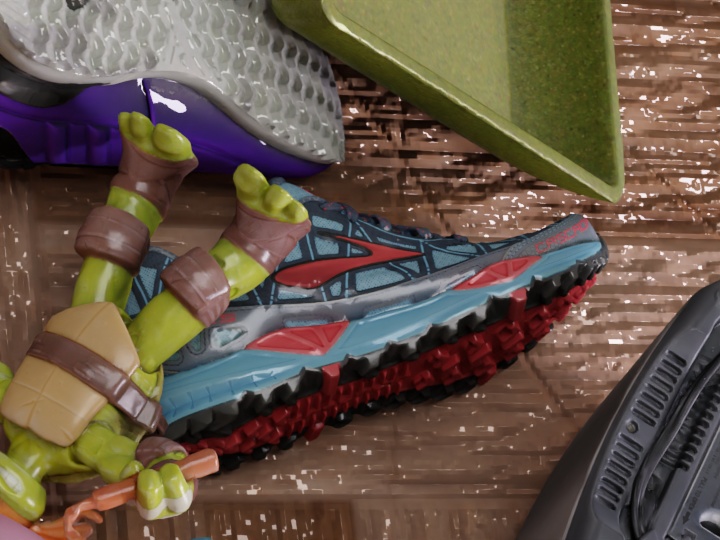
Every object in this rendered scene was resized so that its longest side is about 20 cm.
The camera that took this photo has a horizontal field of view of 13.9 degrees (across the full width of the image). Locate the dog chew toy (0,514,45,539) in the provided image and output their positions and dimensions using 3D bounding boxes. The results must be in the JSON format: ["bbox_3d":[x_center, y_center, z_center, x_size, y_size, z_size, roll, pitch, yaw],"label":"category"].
[{"bbox_3d":[-0.158,0.172,0.933,0.124,0.125,0.200,33,67,-3],"label":"dog chew toy"}]

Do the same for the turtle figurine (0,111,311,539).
[{"bbox_3d":[-0.084,0.034,1.011,0.200,0.064,0.161,25,74,38],"label":"turtle figurine"}]

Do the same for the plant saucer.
[{"bbox_3d":[0.025,-0.140,1.147,0.200,0.048,0.200,28,52,-47],"label":"plant saucer"}]

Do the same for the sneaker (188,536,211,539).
[{"bbox_3d":[-0.020,0.185,1.006,0.081,0.076,0.201,-13,78,-32],"label":"sneaker"}]

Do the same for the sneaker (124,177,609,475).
[{"bbox_3d":[0.000,0.000,1.094,0.199,0.079,0.096,-17,70,-26],"label":"sneaker"}]

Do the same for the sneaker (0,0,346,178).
[{"bbox_3d":[-0.094,-0.069,1.095,0.200,0.099,0.070,17,55,-47],"label":"sneaker"}]

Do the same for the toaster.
[{"bbox_3d":[0.122,0.094,1.063,0.113,0.129,0.200,31,60,-5],"label":"toaster"}]
